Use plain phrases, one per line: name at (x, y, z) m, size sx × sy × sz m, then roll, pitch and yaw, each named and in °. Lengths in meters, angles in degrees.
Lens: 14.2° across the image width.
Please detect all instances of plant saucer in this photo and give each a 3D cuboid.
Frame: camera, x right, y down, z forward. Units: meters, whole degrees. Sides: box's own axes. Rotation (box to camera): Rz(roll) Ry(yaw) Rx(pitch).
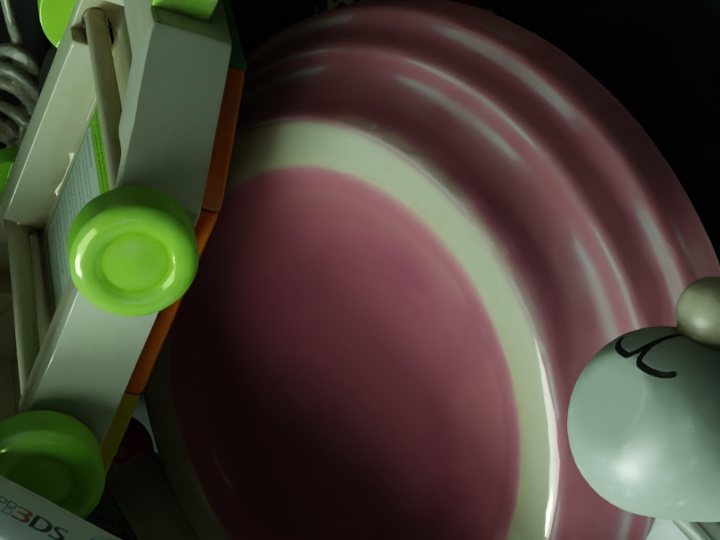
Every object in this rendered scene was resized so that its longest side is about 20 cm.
plant saucer at (0.009, 0.029, 0.770) m, size 0.200 × 0.051 × 0.201 m, roll 14°, pitch 111°, yaw 40°

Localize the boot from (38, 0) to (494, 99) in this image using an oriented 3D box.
boot at (0.000, 0.000, 0.870) m, size 0.150 × 0.073 × 0.200 m, roll -13°, pitch 107°, yaw 46°

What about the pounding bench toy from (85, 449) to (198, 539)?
pounding bench toy at (-0.148, 0.108, 0.888) m, size 0.156 × 0.200 × 0.124 m, roll -43°, pitch 56°, yaw 12°

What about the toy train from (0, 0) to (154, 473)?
toy train at (-0.148, 0.004, 0.946) m, size 0.085 × 0.116 × 0.200 m, roll 47°, pitch 154°, yaw 50°

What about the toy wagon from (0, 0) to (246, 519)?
toy wagon at (-0.067, -0.030, 0.772) m, size 0.040 × 0.155 × 0.200 m, roll 16°, pitch 117°, yaw -19°

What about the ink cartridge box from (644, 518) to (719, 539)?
ink cartridge box at (0.155, 0.143, 0.727) m, size 0.085 × 0.200 × 0.146 m, roll -131°, pitch 54°, yaw -61°

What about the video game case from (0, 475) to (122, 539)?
video game case at (-0.050, 0.152, 0.767) m, size 0.182 × 0.024 × 0.200 m, roll 27°, pitch 138°, yaw 12°

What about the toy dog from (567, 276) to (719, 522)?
toy dog at (0.145, 0.018, 0.693) m, size 0.132 × 0.200 × 0.096 m, roll 23°, pitch 105°, yaw 28°
